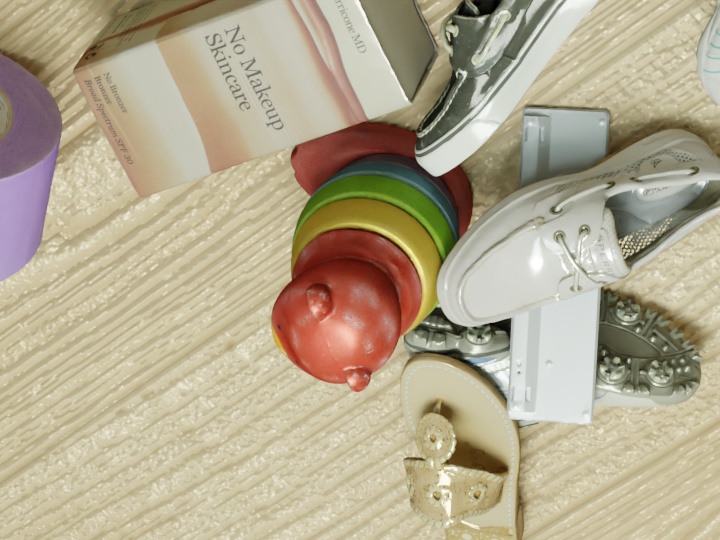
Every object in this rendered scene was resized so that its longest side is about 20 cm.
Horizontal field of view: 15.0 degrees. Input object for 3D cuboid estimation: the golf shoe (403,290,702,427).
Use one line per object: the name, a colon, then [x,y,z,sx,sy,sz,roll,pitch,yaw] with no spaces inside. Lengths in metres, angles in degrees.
golf shoe: [0.128,0.065,1.804,0.199,0.078,0.097,12,138,14]

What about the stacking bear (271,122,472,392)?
stacking bear: [0.000,0.000,1.710,0.113,0.200,0.122,-12,116,20]

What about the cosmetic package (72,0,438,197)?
cosmetic package: [-0.066,-0.131,1.718,0.200,0.087,0.104,-19,112,23]

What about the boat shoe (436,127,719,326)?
boat shoe: [0.142,-0.022,1.686,0.200,0.069,0.071,-31,121,-8]

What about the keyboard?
keyboard: [0.126,-0.003,1.741,0.056,0.011,0.201,3,93,7]

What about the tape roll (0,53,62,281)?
tape roll: [-0.295,-0.073,1.743,0.199,0.200,0.085,18,121,4]

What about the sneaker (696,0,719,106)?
sneaker: [0.244,-0.135,1.605,0.070,0.080,0.200,-31,150,-10]

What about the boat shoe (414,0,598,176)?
boat shoe: [0.085,-0.147,1.684,0.064,0.071,0.200,33,114,-12]

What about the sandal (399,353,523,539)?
sandal: [0.067,0.150,1.819,0.077,0.070,0.212,4,139,19]
